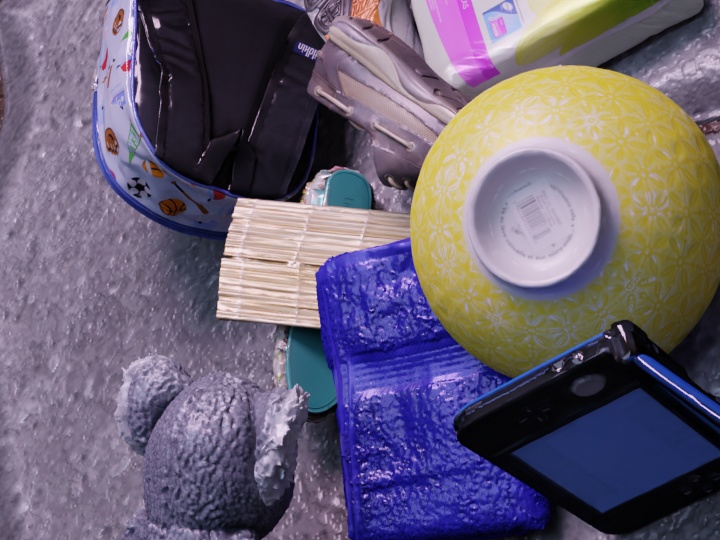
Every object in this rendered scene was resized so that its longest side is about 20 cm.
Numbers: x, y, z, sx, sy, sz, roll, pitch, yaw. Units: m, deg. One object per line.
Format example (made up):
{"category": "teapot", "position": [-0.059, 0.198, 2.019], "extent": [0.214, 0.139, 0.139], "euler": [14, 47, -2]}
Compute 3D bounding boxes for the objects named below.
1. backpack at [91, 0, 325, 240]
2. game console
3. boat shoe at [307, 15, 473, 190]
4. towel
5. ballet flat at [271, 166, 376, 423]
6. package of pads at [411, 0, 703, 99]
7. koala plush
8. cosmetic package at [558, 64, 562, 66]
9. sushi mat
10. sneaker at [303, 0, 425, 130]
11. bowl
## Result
{"category": "backpack", "position": [-0.120, -0.122, 1.330], "extent": [0.154, 0.198, 0.192], "euler": [-49, 33, 47]}
{"category": "game console", "position": [0.175, 0.121, 0.957], "extent": [0.170, 0.200, 0.119], "euler": [-30, 51, 22]}
{"category": "boat shoe", "position": [0.043, -0.088, 1.178], "extent": [0.200, 0.074, 0.074], "euler": [44, 110, 25]}
{"category": "towel", "position": [0.042, 0.078, 1.144], "extent": [0.146, 0.049, 0.203], "euler": [-14, 77, 27]}
{"category": "ballet flat", "position": [-0.027, 0.021, 1.272], "extent": [0.064, 0.075, 0.202], "euler": [-38, 36, 58]}
{"category": "package of pads", "position": [0.131, -0.211, 1.257], "extent": [0.198, 0.068, 0.156], "euler": [-26, 53, 20]}
{"category": "koala plush", "position": [-0.092, 0.158, 1.118], "extent": [0.176, 0.183, 0.203], "euler": [14, 101, 39]}
{"category": "cosmetic package", "position": [0.140, -0.033, 1.169], "extent": [0.082, 0.051, 0.202], "euler": [-32, 51, 20]}
{"category": "sushi mat", "position": [0.000, 0.000, 1.227], "extent": [0.197, 0.012, 0.097], "euler": [5, 66, 11]}
{"category": "sneaker", "position": [0.016, -0.162, 1.306], "extent": [0.075, 0.092, 0.202], "euler": [-23, 53, 19]}
{"category": "bowl", "position": [0.114, -0.029, 1.048], "extent": [0.198, 0.108, 0.203], "euler": [-1, 87, 18]}
